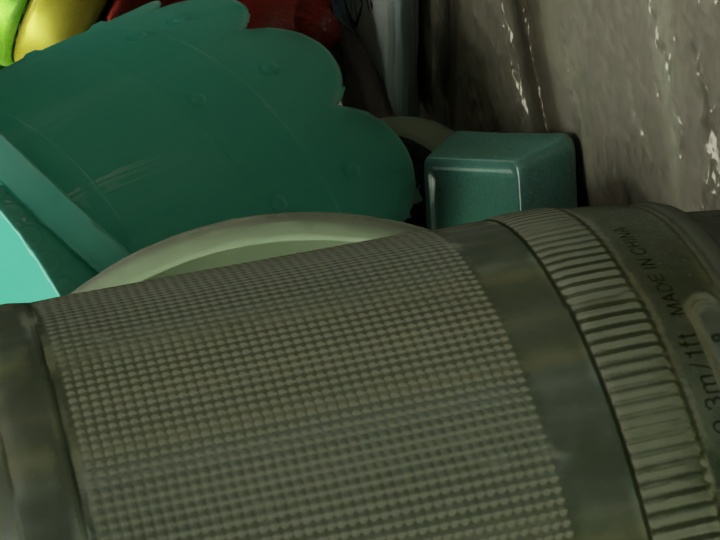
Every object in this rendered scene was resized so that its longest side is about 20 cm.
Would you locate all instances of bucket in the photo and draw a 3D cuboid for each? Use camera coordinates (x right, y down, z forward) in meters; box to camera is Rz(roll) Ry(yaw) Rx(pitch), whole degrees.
[{"bbox_3d":[-0.083,0.019,0.712,0.207,0.135,0.208,23,124,37],"label":"bucket"}]

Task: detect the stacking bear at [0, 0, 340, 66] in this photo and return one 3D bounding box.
[{"bbox_3d":[-0.102,-0.120,0.819,0.122,0.199,0.114,-61,2,44],"label":"stacking bear"}]

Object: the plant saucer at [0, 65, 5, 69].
[{"bbox_3d":[-0.092,-0.071,0.885,0.036,0.199,0.201,122,140,-49],"label":"plant saucer"}]

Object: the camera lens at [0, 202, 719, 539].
[{"bbox_3d":[0.005,0.074,0.475,0.160,0.199,0.161,170,90,-79],"label":"camera lens"}]

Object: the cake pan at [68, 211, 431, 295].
[{"bbox_3d":[-0.011,0.074,0.595,0.037,0.199,0.201,-85,-10,-69],"label":"cake pan"}]

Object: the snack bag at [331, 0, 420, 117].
[{"bbox_3d":[-0.012,-0.172,0.810,0.200,0.021,0.189,-114,18,-51],"label":"snack bag"}]

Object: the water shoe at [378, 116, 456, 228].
[{"bbox_3d":[0.000,0.000,0.787,0.200,0.079,0.072,-36,68,49],"label":"water shoe"}]

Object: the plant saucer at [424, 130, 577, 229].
[{"bbox_3d":[0.044,0.059,0.654,0.070,0.019,0.201,8,102,62],"label":"plant saucer"}]
